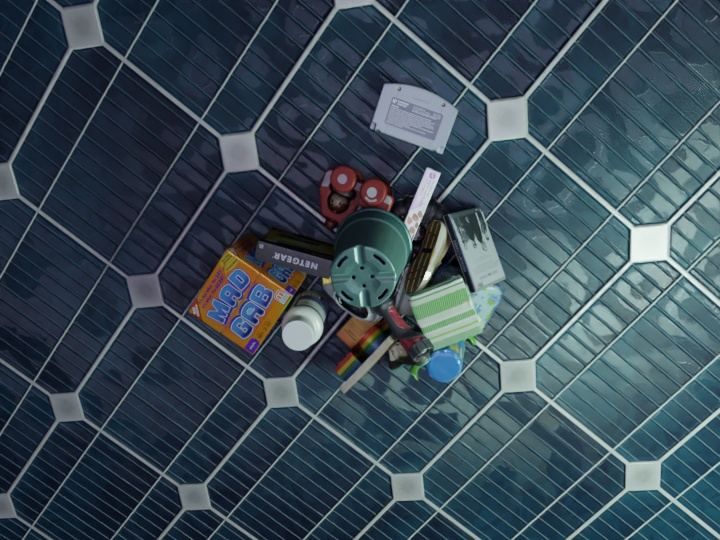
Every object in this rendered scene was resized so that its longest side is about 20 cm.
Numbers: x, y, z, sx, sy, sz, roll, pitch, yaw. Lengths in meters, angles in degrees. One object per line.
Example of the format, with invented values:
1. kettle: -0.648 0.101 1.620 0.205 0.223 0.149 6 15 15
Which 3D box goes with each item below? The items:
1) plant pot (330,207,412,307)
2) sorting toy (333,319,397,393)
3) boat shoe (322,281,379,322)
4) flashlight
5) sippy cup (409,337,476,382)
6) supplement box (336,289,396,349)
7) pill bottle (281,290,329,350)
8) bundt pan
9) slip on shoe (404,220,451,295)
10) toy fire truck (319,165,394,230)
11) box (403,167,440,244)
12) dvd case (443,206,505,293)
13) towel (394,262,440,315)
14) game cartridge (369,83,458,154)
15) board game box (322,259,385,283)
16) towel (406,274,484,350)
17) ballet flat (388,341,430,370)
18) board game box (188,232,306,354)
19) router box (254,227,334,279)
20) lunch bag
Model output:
1. plant pot: 0.017 -0.022 1.219 0.198 0.196 0.202 4 114 8
2. sorting toy: 0.024 0.215 1.412 0.070 0.200 0.199 44 105 9
3. boat shoe: -0.035 0.068 1.395 0.200 0.071 0.070 36 100 26
4. flashlight: 0.104 0.132 1.311 0.201 0.067 0.068 57 136 23
5. sippy cup: 0.225 0.235 1.428 0.139 0.130 0.179 19 106 -1
6. supplement box: 0.024 0.123 1.441 0.067 0.069 0.200 43 103 7
7. pill bottle: -0.149 0.136 1.396 0.110 0.200 0.112 1 106 5
8. bundt pan: 0.149 -0.097 1.369 0.200 0.076 0.204 1 106 4
9. slip on shoe: 0.173 -0.023 1.297 0.060 0.076 0.201 25 83 -33
10. toy fire truck: -0.018 -0.167 1.328 0.199 0.112 0.169 24 100 8
11. box: 0.142 -0.155 1.294 0.038 0.041 0.201 22 102 -1
12. dvd case: 0.290 -0.056 1.313 0.025 0.150 0.202 -21 87 45
13. towel: 0.184 0.054 1.392 0.198 0.031 0.150 6 116 -26
14. game cartridge: 0.136 -0.388 1.308 0.198 0.041 0.134 20 110 -1
15. board game box: 0.000 0.000 1.392 0.198 0.096 0.030 -4 106 2
16. towel: 0.214 0.109 1.299 0.152 0.023 0.201 -22 127 11
17. ballet flat: 0.121 0.226 1.423 0.068 0.200 0.069 -42 95 -29
18. board game box: -0.289 0.054 1.385 0.199 0.200 0.201 35 106 -5
19. router box: -0.160 -0.048 1.367 0.198 0.157 0.053 15 107 0
20. lunch bag: 0.261 0.079 1.371 0.199 0.083 0.162 13 111 -29
